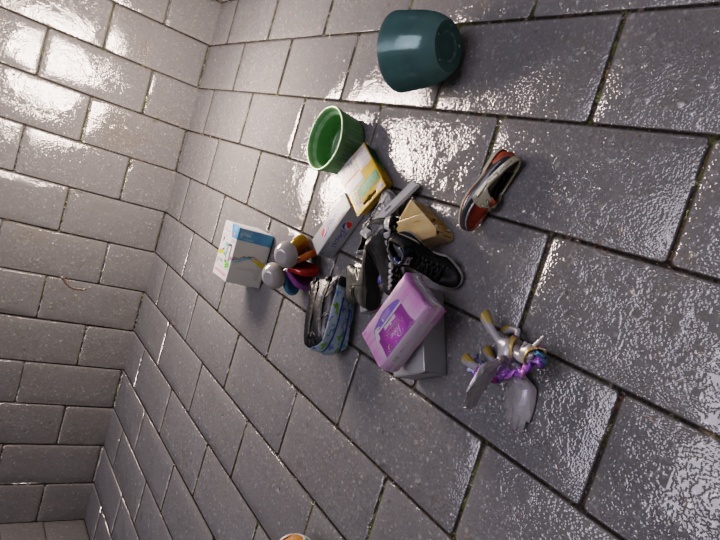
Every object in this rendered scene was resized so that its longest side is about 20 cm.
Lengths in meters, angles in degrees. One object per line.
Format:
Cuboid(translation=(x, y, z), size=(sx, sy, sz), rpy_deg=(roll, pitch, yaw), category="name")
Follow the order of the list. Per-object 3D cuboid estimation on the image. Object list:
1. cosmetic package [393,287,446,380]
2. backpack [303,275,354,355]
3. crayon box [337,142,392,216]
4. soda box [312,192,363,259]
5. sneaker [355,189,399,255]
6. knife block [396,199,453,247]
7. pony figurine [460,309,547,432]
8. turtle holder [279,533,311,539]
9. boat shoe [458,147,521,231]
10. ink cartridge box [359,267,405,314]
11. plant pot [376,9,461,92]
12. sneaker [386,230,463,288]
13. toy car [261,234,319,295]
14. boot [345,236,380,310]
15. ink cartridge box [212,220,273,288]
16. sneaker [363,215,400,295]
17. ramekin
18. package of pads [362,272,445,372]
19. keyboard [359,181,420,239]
Cuboid(translation=(0.139, 0.152, 1.434), size=(0.112, 0.079, 0.207), rpy_deg=(-18, 66, 49), category="cosmetic package")
Cuboid(translation=(-0.093, 0.137, 1.717), size=(0.161, 0.153, 0.204), rpy_deg=(-13, 48, 45), category="backpack")
Cuboid(translation=(0.016, -0.255, 1.733), size=(0.126, 0.051, 0.203), rpy_deg=(-45, 46, 24), category="crayon box")
Cuboid(translation=(-0.067, -0.133, 1.811), size=(0.201, 0.062, 0.069), rpy_deg=(-53, 42, 30), category="soda box")
Cuboid(translation=(0.046, -0.124, 1.640), size=(0.074, 0.080, 0.206), rpy_deg=(20, 96, 53), category="sneaker")
Cuboid(translation=(0.129, -0.077, 1.531), size=(0.178, 0.063, 0.201), rpy_deg=(-60, 40, 23), category="knife block")
Cuboid(translation=(0.279, 0.193, 1.196), size=(0.197, 0.163, 0.200), rpy_deg=(-64, 22, 4), category="pony figurine")
Cuboid(translation=(-0.164, 0.797, 1.618), size=(0.141, 0.187, 0.131), rpy_deg=(-44, 37, -12), category="turtle holder")
Cuboid(translation=(0.288, -0.173, 1.344), size=(0.063, 0.070, 0.203), rpy_deg=(45, 111, 46), category="boat shoe")
Cuboid(translation=(0.066, 0.042, 1.603), size=(0.198, 0.036, 0.098), rpy_deg=(-30, 56, 48), category="ink cartridge box")
Cuboid(translation=(0.163, -0.565, 1.535), size=(0.158, 0.198, 0.207), rpy_deg=(12, 89, 41), category="plant pot")
Cuboid(translation=(0.139, -0.015, 1.402), size=(0.198, 0.111, 0.074), rpy_deg=(37, 119, 22), category="sneaker")
Cuboid(translation=(-0.204, -0.007, 1.907), size=(0.149, 0.174, 0.202), rpy_deg=(41, 117, 10), category="toy car")
Cuboid(translation=(0.000, 0.000, 1.603), size=(0.129, 0.066, 0.207), rpy_deg=(20, 108, 54), category="boot")
Cuboid(translation=(-0.434, -0.059, 2.216), size=(0.145, 0.143, 0.206), rpy_deg=(23, 98, 53), category="ink cartridge box")
Cuboid(translation=(0.052, -0.039, 1.511), size=(0.088, 0.066, 0.206), rpy_deg=(4, 109, 24), category="sneaker")
Cuboid(translation=(-0.076, -0.399, 1.876), size=(0.198, 0.096, 0.207), rpy_deg=(-21, 63, 49), category="ramekin")
Cuboid(translation=(0.097, 0.119, 1.371), size=(0.202, 0.074, 0.122), rpy_deg=(-55, 43, 22), category="package of pads")
Cuboid(translation=(0.077, -0.162, 1.592), size=(0.200, 0.011, 0.056), rpy_deg=(-44, 21, 0), category="keyboard")
